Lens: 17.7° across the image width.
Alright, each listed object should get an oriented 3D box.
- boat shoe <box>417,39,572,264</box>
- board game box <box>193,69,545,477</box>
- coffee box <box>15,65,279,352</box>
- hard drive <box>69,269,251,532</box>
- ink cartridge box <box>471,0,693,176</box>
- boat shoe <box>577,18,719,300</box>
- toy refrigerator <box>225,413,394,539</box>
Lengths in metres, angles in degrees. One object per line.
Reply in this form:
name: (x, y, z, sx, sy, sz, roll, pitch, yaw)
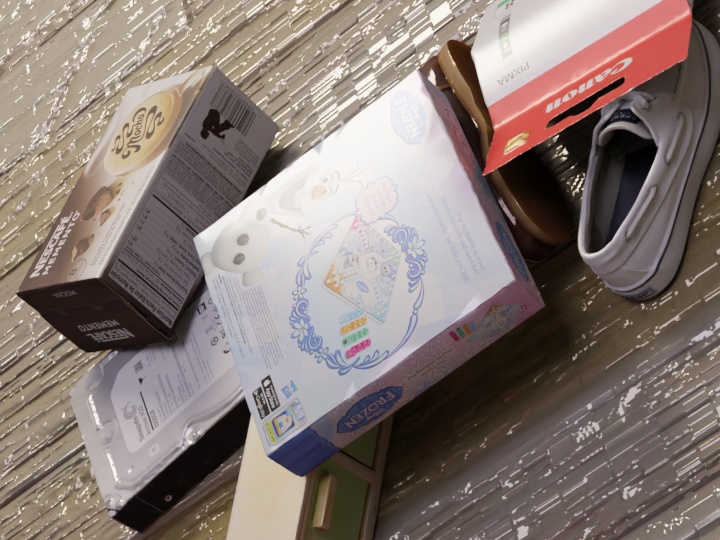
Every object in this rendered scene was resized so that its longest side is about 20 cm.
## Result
boat shoe: (0.081, -0.069, 1.565, 0.070, 0.070, 0.200, -46, 40, 22)
board game box: (0.000, 0.000, 1.504, 0.199, 0.043, 0.200, -36, 47, 17)
coffee box: (-0.158, -0.045, 1.731, 0.113, 0.080, 0.200, -8, 48, 49)
hard drive: (-0.121, 0.077, 1.683, 0.200, 0.038, 0.140, -42, 43, 16)
ink cartridge box: (0.143, -0.158, 1.518, 0.161, 0.050, 0.200, -31, 18, 25)
boat shoe: (0.183, -0.083, 1.478, 0.073, 0.065, 0.201, -11, 58, 39)
toy refrigerator: (-0.025, 0.109, 1.543, 0.070, 0.076, 0.201, -10, 57, 39)
